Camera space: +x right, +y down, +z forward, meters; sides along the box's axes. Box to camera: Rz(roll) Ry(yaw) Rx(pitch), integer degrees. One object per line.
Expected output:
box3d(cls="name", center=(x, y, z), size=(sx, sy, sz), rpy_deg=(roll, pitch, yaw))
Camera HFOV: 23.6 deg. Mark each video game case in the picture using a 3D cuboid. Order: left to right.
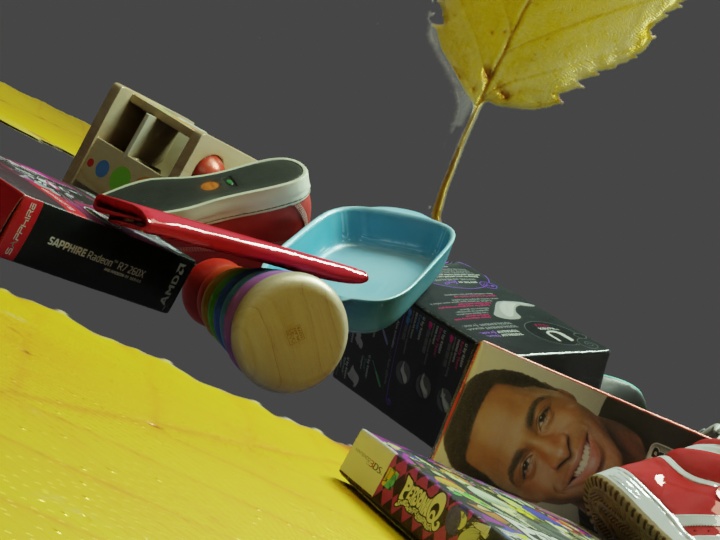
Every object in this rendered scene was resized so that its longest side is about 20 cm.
box3d(cls="video game case", center=(0.108, 0.168, 0.985), size=(0.200, 0.036, 0.181), rpy_deg=(27, 2, -32))

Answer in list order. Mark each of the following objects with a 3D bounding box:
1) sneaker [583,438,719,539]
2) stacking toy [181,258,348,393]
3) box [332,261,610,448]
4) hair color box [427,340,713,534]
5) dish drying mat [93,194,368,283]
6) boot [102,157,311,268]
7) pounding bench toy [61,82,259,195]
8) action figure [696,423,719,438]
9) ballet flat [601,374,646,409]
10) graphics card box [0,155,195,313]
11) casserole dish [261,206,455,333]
box3d(cls="sneaker", center=(0.238, 0.177, 1.060), size=(0.112, 0.071, 0.200), rpy_deg=(-19, 44, -24))
box3d(cls="stacking toy", center=(-0.084, 0.027, 1.261), size=(0.085, 0.086, 0.200), rpy_deg=(27, -1, -26))
box3d(cls="box", center=(0.086, 0.076, 1.402), size=(0.122, 0.107, 0.200), rpy_deg=(-1, 21, -36))
box3d(cls="hair color box", center=(0.153, 0.132, 1.171), size=(0.199, 0.102, 0.061), rpy_deg=(22, -4, 2))
box3d(cls="dish drying mat", center=(-0.091, -0.018, 1.228), size=(0.200, 0.018, 0.077), rpy_deg=(16, -1, -41))
box3d(cls="boot", center=(-0.135, -0.004, 1.411), size=(0.199, 0.145, 0.072), rpy_deg=(-10, 31, -14))
box3d(cls="pounding bench toy", center=(-0.172, -0.081, 1.774), size=(0.156, 0.125, 0.200), rpy_deg=(31, 3, 34))
box3d(cls="action figure", center=(0.243, 0.183, 1.294), size=(0.102, 0.119, 0.200), rpy_deg=(-18, -14, 23))
box3d(cls="ballet flat", center=(0.149, 0.123, 1.517), size=(0.199, 0.073, 0.073), rpy_deg=(7, -4, 18))
box3d(cls="graphics card box", center=(-0.222, -0.034, 1.217), size=(0.125, 0.051, 0.200), rpy_deg=(31, 2, 33))
box3d(cls="casserole dish", center=(0.000, 0.000, 1.365), size=(0.121, 0.039, 0.200), rpy_deg=(11, 24, 19))
